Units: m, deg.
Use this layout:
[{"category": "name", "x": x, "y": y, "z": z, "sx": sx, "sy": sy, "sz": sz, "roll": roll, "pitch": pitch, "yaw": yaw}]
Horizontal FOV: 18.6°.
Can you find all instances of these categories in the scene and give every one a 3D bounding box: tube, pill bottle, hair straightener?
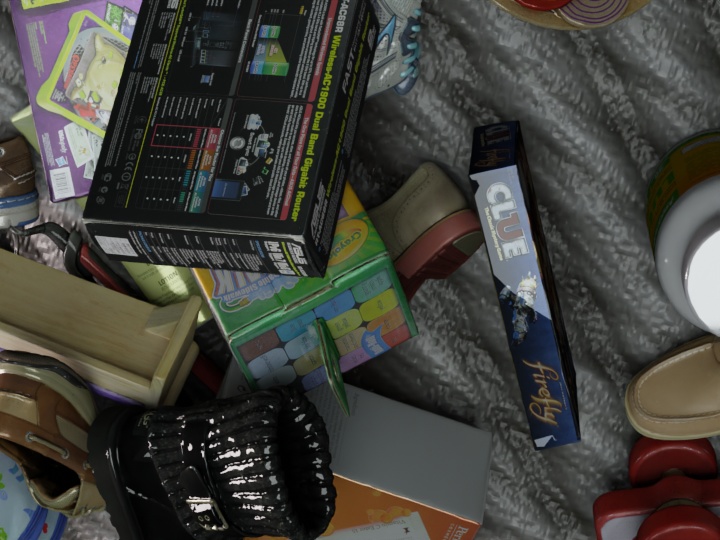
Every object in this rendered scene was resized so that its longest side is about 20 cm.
[{"category": "tube", "x": -0.168, "y": -0.046, "z": 1.584, "sx": 0.058, "sy": 0.052, "sz": 0.200, "roll": -37, "pitch": 98, "yaw": -32}, {"category": "pill bottle", "x": 0.251, "y": -0.021, "z": 1.478, "sx": 0.111, "sy": 0.200, "sz": 0.111, "roll": 1, "pitch": 107, "yaw": 4}, {"category": "hair straightener", "x": -0.189, "y": 0.043, "z": 1.612, "sx": 0.077, "sy": 0.041, "sz": 0.200, "roll": -42, "pitch": 105, "yaw": 15}]

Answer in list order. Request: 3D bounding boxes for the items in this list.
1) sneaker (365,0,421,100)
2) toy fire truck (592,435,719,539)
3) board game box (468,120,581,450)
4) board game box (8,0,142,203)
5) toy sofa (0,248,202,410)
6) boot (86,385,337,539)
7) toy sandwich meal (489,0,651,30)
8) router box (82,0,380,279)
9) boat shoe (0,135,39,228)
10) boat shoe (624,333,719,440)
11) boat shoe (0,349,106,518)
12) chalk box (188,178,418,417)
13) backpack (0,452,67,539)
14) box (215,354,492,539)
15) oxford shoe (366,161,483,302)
[{"category": "sneaker", "x": 0.013, "y": -0.172, "z": 1.526, "sx": 0.086, "sy": 0.078, "sz": 0.200, "roll": 33, "pitch": 115, "yaw": -15}, {"category": "toy fire truck", "x": 0.275, "y": 0.204, "z": 1.602, "sx": 0.200, "sy": 0.112, "sz": 0.168, "roll": -9, "pitch": 124, "yaw": 8}, {"category": "board game box", "x": 0.115, "y": 0.007, "z": 1.532, "sx": 0.035, "sy": 0.136, "sz": 0.200, "roll": -12, "pitch": 106, "yaw": 8}, {"category": "board game box", "x": -0.177, "y": -0.156, "z": 1.541, "sx": 0.120, "sy": 0.032, "sz": 0.200, "roll": -10, "pitch": 95, "yaw": 10}, {"category": "toy sofa", "x": -0.217, "y": 0.044, "z": 1.541, "sx": 0.200, "sy": 0.083, "sz": 0.098, "roll": 21, "pitch": 137, "yaw": 2}, {"category": "boot", "x": -0.080, "y": 0.173, "z": 1.476, "sx": 0.158, "sy": 0.079, "sz": 0.211, "roll": -6, "pitch": 123, "yaw": 28}, {"category": "toy sandwich meal", "x": 0.144, "y": -0.261, "z": 1.454, "sx": 0.205, "sy": 0.070, "sz": 0.205, "roll": 0, "pitch": 90, "yaw": -13}, {"category": "router box", "x": -0.080, "y": -0.099, "z": 1.428, "sx": 0.150, "sy": 0.062, "sz": 0.200, "roll": 5, "pitch": 64, "yaw": 16}, {"category": "boat shoe", "x": -0.332, "y": -0.069, "z": 1.582, "sx": 0.200, "sy": 0.072, "sz": 0.072, "roll": -2, "pitch": 102, "yaw": -6}, {"category": "boat shoe", "x": 0.282, "y": 0.065, "z": 1.561, "sx": 0.200, "sy": 0.065, "sz": 0.071, "roll": -19, "pitch": 71, "yaw": 4}, {"category": "boat shoe", "x": -0.201, "y": 0.132, "z": 1.512, "sx": 0.076, "sy": 0.074, "sz": 0.200, "roll": 1, "pitch": 147, "yaw": 32}, {"category": "chalk box", "x": -0.044, "y": 0.003, "z": 1.477, "sx": 0.124, "sy": 0.124, "sz": 0.200, "roll": -28, "pitch": 63, "yaw": -4}, {"category": "backpack", "x": -0.299, "y": 0.164, "z": 1.576, "sx": 0.183, "sy": 0.200, "sz": 0.147, "roll": -36, "pitch": 121, "yaw": 12}, {"category": "box", "x": -0.021, "y": 0.158, "z": 1.583, "sx": 0.200, "sy": 0.098, "sz": 0.124, "roll": 19, "pitch": 128, "yaw": -6}, {"category": "oxford shoe", "x": 0.000, "y": 0.000, "z": 1.586, "sx": 0.200, "sy": 0.070, "sz": 0.075, "roll": -37, "pitch": 71, "yaw": 18}]
